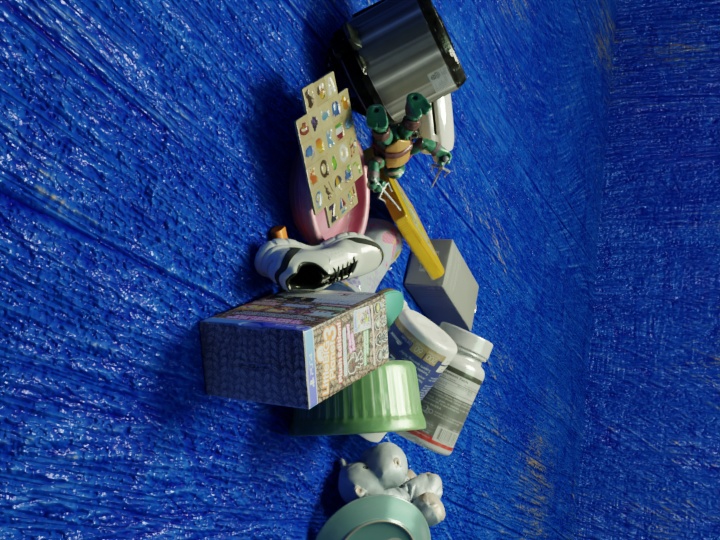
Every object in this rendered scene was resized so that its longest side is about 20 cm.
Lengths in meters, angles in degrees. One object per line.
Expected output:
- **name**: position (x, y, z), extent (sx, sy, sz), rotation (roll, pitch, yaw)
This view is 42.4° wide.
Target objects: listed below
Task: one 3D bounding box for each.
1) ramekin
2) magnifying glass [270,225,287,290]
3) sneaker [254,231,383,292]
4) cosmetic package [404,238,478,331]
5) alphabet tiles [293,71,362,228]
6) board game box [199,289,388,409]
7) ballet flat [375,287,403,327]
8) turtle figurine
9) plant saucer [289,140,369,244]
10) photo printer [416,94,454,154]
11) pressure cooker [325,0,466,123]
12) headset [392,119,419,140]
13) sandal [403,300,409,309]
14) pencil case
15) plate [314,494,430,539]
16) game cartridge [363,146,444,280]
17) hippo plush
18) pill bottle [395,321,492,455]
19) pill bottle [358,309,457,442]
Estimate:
- **ramekin**: position (-0.006, 0.184, 1.341), extent (0.200, 0.199, 0.099), rotation (14, 71, -64)
- **magnifying glass**: position (-0.100, 0.033, 1.335), extent (0.080, 0.022, 0.201), rotation (-46, 134, -55)
- **sneaker**: position (-0.046, -0.002, 1.285), extent (0.199, 0.080, 0.074), rotation (-8, 123, -34)
- **cosmetic package**: position (0.163, 0.031, 1.821), extent (0.200, 0.090, 0.107), rotation (58, 41, -54)
- **alphabet tiles**: position (-0.042, -0.171, 1.312), extent (0.166, 0.006, 0.201), rotation (-47, 132, -54)
- **board game box**: position (-0.080, 0.093, 1.195), extent (0.200, 0.158, 0.098), rotation (-21, 111, -56)
- **ballet flat**: position (0.004, 0.080, 1.497), extent (0.200, 0.068, 0.069), rotation (-42, 126, -56)
- **turtle figurine**: position (0.059, -0.181, 1.429), extent (0.149, 0.101, 0.200), rotation (-34, 151, -16)
- **plant saucer**: position (-0.049, -0.117, 1.383), extent (0.200, 0.050, 0.202), rotation (0, 90, -65)
- **photo printer**: position (0.127, -0.301, 1.671), extent (0.200, 0.069, 0.168), rotation (-84, 167, -72)
- **pressure cooker**: position (0.046, -0.325, 1.439), extent (0.177, 0.199, 0.179), rotation (61, 12, -15)
- **headset**: position (0.071, -0.252, 1.599), extent (0.200, 0.093, 0.124), rotation (-55, 140, -67)
- **sandal**: position (0.065, 0.118, 1.644), extent (0.082, 0.050, 0.204), rotation (-36, 130, -31)
- **pencil case**: position (0.000, 0.000, 1.472), extent (0.200, 0.083, 0.091), rotation (-56, 152, -49)
- **plate**: position (0.020, 0.443, 1.435), extent (0.026, 0.199, 0.202), rotation (-140, -139, -68)
- **game cartridge**: position (0.073, -0.100, 1.580), extent (0.200, 0.032, 0.177), rotation (55, 10, -54)
- **hippo plush**: position (0.024, 0.359, 1.513), extent (0.161, 0.199, 0.159), rotation (57, -6, -21)
- **pill bottle**: position (0.138, 0.196, 1.553), extent (0.201, 0.113, 0.114), rotation (-66, 151, -4)
- **pill bottle**: position (0.055, 0.171, 1.479), extent (0.201, 0.111, 0.111), rotation (-55, 157, 11)
